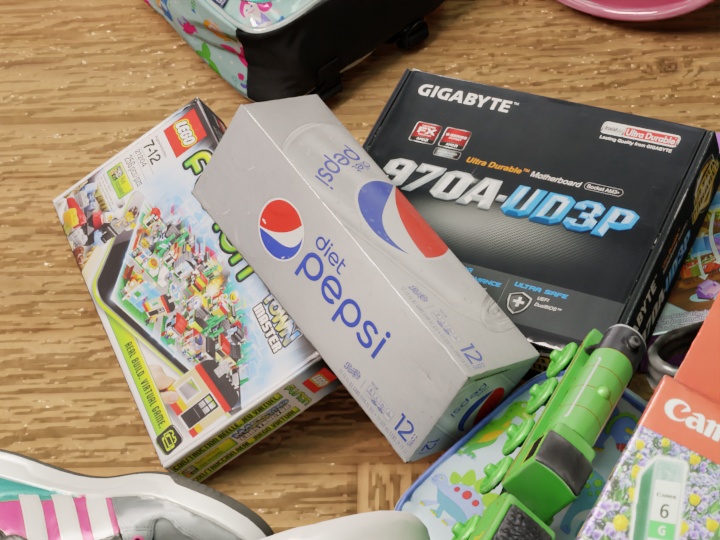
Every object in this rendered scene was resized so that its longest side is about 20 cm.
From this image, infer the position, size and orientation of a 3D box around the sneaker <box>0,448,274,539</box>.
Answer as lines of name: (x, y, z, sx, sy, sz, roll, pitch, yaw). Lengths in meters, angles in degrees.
sneaker: (-0.149, 0.159, 1.005, 0.198, 0.084, 0.121, 6, 49, 18)

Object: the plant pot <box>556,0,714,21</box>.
plant pot: (0.183, -0.285, 1.260, 0.198, 0.201, 0.179, 15, 40, 14)

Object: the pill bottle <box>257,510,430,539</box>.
pill bottle: (0.001, 0.221, 0.912, 0.111, 0.112, 0.202, -13, 74, -6)

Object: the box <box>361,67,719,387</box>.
box: (0.083, -0.024, 1.120, 0.199, 0.046, 0.160, 15, 61, 28)

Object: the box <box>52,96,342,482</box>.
box: (-0.093, 0.009, 1.120, 0.110, 0.035, 0.201, -35, 55, 9)

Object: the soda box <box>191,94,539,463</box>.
soda box: (0.000, 0.000, 1.050, 0.063, 0.068, 0.200, -12, 55, -48)

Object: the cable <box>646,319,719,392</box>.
cable: (0.200, 0.041, 1.030, 0.096, 0.051, 0.200, 23, 36, 7)

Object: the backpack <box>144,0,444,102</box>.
backpack: (-0.061, -0.222, 1.251, 0.177, 0.151, 0.200, -36, 54, -19)

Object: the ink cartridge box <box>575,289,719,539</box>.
ink cartridge box: (0.169, 0.106, 0.914, 0.108, 0.050, 0.201, 27, 76, 13)

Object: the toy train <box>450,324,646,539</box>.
toy train: (0.087, 0.092, 0.937, 0.042, 0.056, 0.200, 40, 46, -4)

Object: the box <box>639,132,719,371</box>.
box: (0.246, -0.019, 1.139, 0.198, 0.039, 0.138, -6, 54, 0)

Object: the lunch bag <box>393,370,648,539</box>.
lunch bag: (0.127, 0.151, 0.995, 0.161, 0.083, 0.200, -40, 60, -23)
